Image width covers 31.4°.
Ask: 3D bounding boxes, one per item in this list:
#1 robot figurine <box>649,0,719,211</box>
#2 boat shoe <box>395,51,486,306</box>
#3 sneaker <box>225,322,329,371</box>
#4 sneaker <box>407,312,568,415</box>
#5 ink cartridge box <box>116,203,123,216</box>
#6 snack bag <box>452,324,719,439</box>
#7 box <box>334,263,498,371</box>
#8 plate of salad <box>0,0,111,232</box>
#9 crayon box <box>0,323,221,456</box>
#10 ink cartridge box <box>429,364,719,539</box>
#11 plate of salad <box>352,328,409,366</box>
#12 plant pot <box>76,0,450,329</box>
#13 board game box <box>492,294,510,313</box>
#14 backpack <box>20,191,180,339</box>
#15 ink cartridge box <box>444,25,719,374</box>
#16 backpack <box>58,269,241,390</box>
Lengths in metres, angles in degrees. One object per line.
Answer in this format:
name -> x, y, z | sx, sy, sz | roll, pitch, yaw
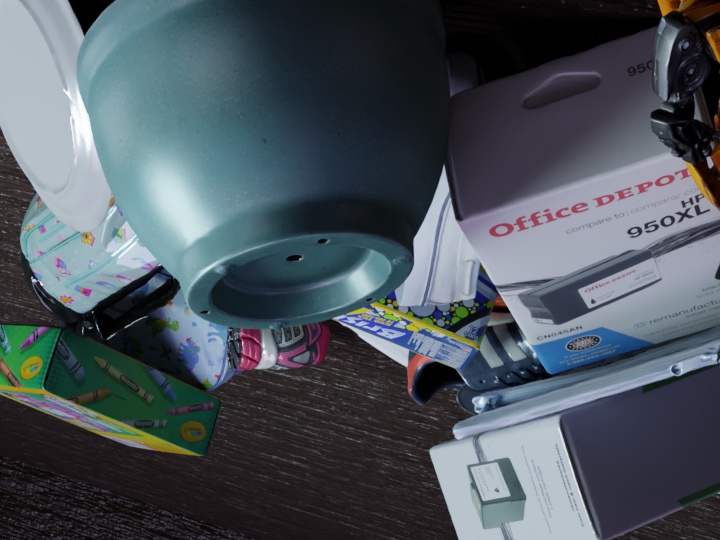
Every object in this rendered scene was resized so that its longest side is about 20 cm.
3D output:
robot figurine -> 0.197, -0.090, 0.589 | 0.200, 0.145, 0.058 | 49, -177, -46
boat shoe -> 0.076, -0.052, 0.833 | 0.085, 0.075, 0.204 | 1, 132, -8
sneaker -> -0.070, 0.011, 1.029 | 0.074, 0.201, 0.081 | 4, 128, -10
sneaker -> 0.122, 0.076, 0.984 | 0.198, 0.085, 0.075 | -3, 149, 37
ink cartridge box -> -0.063, -0.093, 0.814 | 0.197, 0.044, 0.198 | -8, 165, -10
snack bag -> 0.159, 0.068, 0.835 | 0.186, 0.022, 0.200 | -19, 174, 19
box -> 0.000, 0.000, 0.940 | 0.198, 0.071, 0.064 | 22, 158, -1
plate of salad -> -0.211, -0.126, 0.884 | 0.199, 0.048, 0.202 | 33, 134, 43
crayon box -> -0.240, 0.111, 1.175 | 0.118, 0.059, 0.199 | 0, 157, 42
ink cartridge box -> 0.158, 0.131, 0.898 | 0.144, 0.085, 0.200 | -16, 174, -24
plate of salad -> 0.007, 0.030, 1.141 | 0.199, 0.048, 0.200 | 36, 174, 4
plant pot -> -0.041, -0.052, 0.662 | 0.197, 0.136, 0.201 | -9, 159, -4
board game box -> 0.065, -0.017, 1.000 | 0.133, 0.045, 0.200 | 2, 152, 42
backpack -> -0.191, -0.049, 1.030 | 0.126, 0.169, 0.199 | 32, 150, -23
ink cartridge box -> 0.144, -0.033, 0.752 | 0.143, 0.085, 0.200 | -18, 146, 15
backpack -> -0.183, 0.031, 1.226 | 0.197, 0.165, 0.154 | 13, -156, -10
